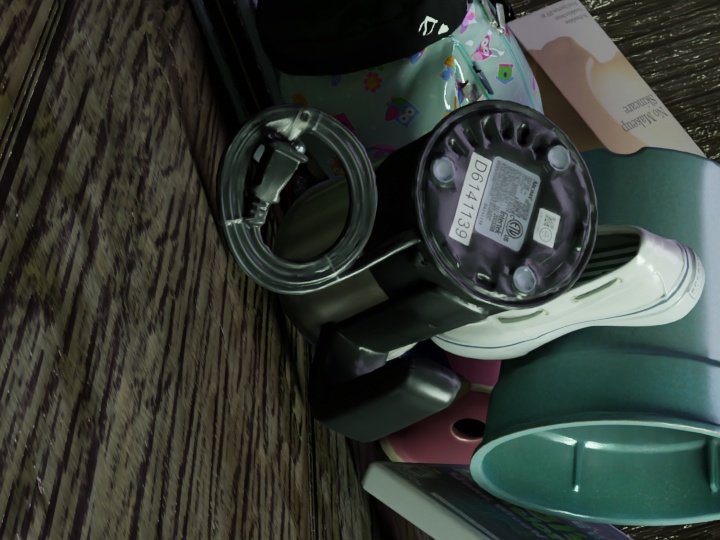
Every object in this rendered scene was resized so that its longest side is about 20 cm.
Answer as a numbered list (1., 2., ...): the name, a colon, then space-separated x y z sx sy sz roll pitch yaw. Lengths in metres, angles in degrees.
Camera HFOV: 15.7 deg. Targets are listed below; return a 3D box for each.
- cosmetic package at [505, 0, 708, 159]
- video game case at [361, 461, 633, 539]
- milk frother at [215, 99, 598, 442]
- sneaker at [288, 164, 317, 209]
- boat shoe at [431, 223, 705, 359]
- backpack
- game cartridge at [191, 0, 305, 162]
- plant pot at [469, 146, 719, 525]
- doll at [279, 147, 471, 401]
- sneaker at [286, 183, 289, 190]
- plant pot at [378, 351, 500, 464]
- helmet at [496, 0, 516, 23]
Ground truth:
1. cosmetic package: 0.171 -0.092 1.881 0.200 0.071 0.105 51 39 9
2. video game case: 0.124 0.179 1.689 0.200 0.023 0.181 32 14 34
3. milk frother: -0.006 -0.023 1.480 0.200 0.181 0.188 41 -27 -13
4. sneaker: 0.000 0.000 1.786 0.098 0.070 0.202 58 16 -71
5. boat shoe: 0.109 0.002 1.569 0.067 0.199 0.074 37 52 -39
6. backpack: 0.034 -0.106 1.638 0.200 0.166 0.127 58 42 -35
7. game cartridge: -0.085 -0.175 1.683 0.133 0.041 0.201 -95 167 -58
8. plant pot: 0.175 0.039 1.666 0.200 0.199 0.197 63 30 -64
9. doll: 0.008 -0.004 1.692 0.136 0.048 0.201 1 59 -44
10. sneaker: -0.004 -0.044 1.851 0.074 0.080 0.201 -20 92 -86
11. plant pot: 0.080 0.051 1.940 0.200 0.199 0.180 67 22 -47
12. helmet: 0.020 -0.174 2.008 0.200 0.190 0.202 -176 -90 -67
